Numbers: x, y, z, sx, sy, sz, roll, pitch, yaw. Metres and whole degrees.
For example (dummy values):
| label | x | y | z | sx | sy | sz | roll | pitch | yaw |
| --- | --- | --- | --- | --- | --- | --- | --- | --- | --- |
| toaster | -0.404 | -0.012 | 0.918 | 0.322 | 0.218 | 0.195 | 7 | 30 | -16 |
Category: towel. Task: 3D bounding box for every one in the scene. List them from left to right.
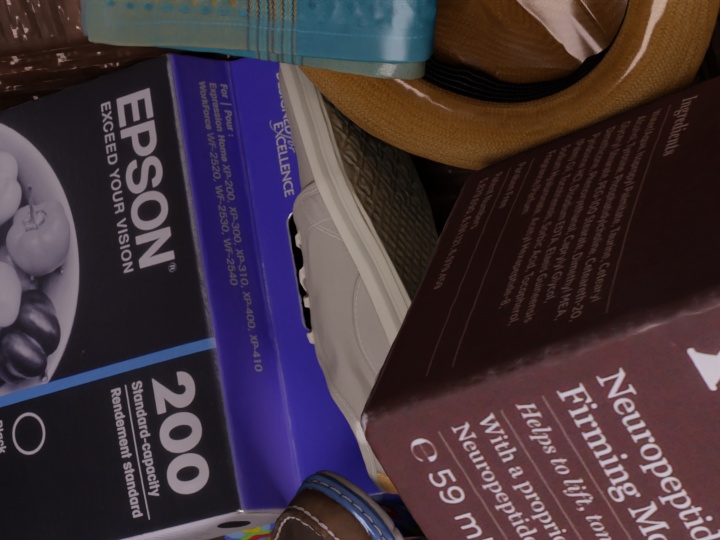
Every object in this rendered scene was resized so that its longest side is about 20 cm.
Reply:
| label | x | y | z | sx | sy | sz | roll | pitch | yaw |
| --- | --- | --- | --- | --- | --- | --- | --- | --- | --- |
| towel | -0.035 | -0.175 | 0.850 | 0.146 | 0.022 | 0.201 | 10 | 107 | 23 |

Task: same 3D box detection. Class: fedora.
| label | x | y | z | sx | sy | sz | roll | pitch | yaw |
| --- | --- | --- | --- | --- | --- | --- | --- | --- | --- |
| fedora | 0.051 | -0.137 | 0.883 | 0.200 | 0.082 | 0.201 | 9 | 113 | 22 |

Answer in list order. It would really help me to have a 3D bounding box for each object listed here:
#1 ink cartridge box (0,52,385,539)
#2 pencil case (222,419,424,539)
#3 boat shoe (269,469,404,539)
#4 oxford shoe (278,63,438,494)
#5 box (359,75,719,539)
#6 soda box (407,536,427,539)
| label | x | y | z | sx | sy | sz | roll | pitch | yaw |
| --- | --- | --- | --- | --- | --- | --- | --- | --- | --- |
| ink cartridge box | -0.091 | 0.016 | 0.985 | 0.199 | 0.043 | 0.199 | -16 | 77 | 26 |
| pencil case | 0.021 | 0.074 | 0.985 | 0.200 | 0.078 | 0.087 | -8 | 148 | 35 |
| boat shoe | -0.022 | 0.171 | 0.931 | 0.072 | 0.072 | 0.201 | 31 | 134 | 35 |
| oxford shoe | 0.000 | 0.000 | 0.921 | 0.058 | 0.075 | 0.201 | -28 | 71 | 26 |
| box | 0.137 | 0.038 | 0.795 | 0.200 | 0.164 | 0.166 | -21 | 113 | 29 |
| soda box | 0.028 | 0.154 | 0.996 | 0.068 | 0.064 | 0.200 | 16 | 158 | -29 |
